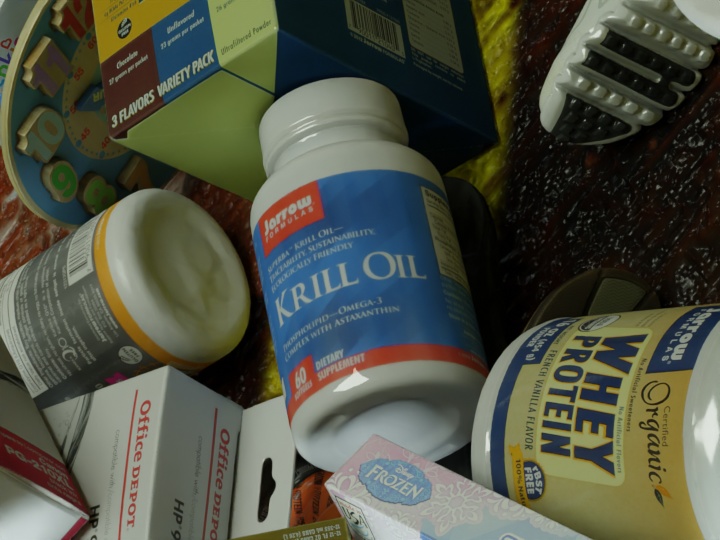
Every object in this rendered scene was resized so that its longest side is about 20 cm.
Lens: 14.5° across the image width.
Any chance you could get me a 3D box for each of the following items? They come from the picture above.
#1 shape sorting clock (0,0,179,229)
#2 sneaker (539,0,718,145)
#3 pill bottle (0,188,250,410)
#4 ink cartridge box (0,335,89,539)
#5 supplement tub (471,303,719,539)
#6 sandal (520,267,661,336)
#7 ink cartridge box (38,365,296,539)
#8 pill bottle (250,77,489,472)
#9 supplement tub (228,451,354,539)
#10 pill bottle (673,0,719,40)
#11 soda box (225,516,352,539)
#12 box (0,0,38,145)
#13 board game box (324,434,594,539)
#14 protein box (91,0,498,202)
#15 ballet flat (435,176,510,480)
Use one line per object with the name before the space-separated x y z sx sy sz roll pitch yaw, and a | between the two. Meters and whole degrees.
shape sorting clock | -0.146 -0.119 1.744 0.039 0.200 0.201 24 92 36
sneaker | 0.164 -0.157 1.549 0.200 0.075 0.081 -53 32 13
pill bottle | -0.173 0.040 1.768 0.200 0.116 0.117 -31 55 34
ink cartridge box | -0.250 0.110 1.559 0.145 0.084 0.200 -47 40 11
supplement tub | 0.169 0.089 1.387 0.199 0.144 0.145 -7 70 43
sandal | 0.102 0.093 1.518 0.055 0.081 0.201 -158 82 -68
ink cartridge box | -0.131 0.127 1.547 0.199 0.067 0.116 -20 52 36
pill bottle | 0.000 0.000 1.534 0.112 0.112 0.201 -34 54 31
supplement tub | -0.073 0.150 1.620 0.199 0.122 0.123 6 79 45
pill bottle | 0.245 -0.136 1.357 0.112 0.199 0.113 -18 63 40
soda box | -0.095 0.183 1.409 0.199 0.064 0.068 -12 62 2
box | -0.179 -0.174 1.812 0.097 0.176 0.201 40 103 45
board game box | 0.093 0.191 1.391 0.043 0.200 0.200 -42 38 -21
protein box | -0.044 -0.160 1.655 0.135 0.198 0.201 -30 56 31
ballet flat | 0.055 0.044 1.598 0.066 0.057 0.201 1 71 0
